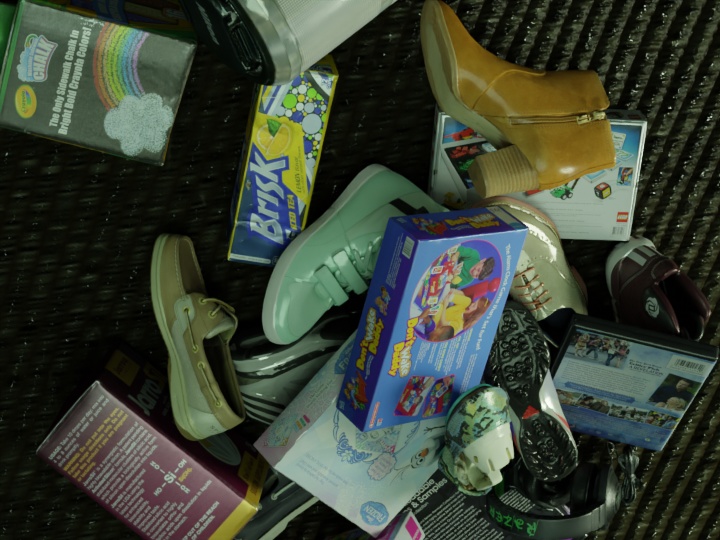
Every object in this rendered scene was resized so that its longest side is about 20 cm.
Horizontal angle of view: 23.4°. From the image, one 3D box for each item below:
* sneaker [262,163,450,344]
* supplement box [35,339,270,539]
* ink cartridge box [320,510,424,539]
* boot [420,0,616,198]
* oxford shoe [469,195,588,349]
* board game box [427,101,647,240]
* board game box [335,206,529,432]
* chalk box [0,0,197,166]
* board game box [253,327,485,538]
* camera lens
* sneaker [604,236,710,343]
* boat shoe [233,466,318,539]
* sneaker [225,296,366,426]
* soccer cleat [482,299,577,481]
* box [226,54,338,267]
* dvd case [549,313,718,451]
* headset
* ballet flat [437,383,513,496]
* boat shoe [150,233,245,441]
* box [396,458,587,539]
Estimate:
[{"bbox_3d":[0.000,0.000,1.611,0.200,0.118,0.074,-53,142,-10],"label":"sneaker"},{"bbox_3d":[-0.197,0.181,1.694,0.200,0.131,0.103,39,105,-8],"label":"supplement box"},{"bbox_3d":[-0.041,0.313,1.775,0.200,0.119,0.042,-24,101,23],"label":"ink cartridge box"},{"bbox_3d":[0.147,-0.170,1.602,0.144,0.071,0.201,-18,83,-16],"label":"boot"},{"bbox_3d":[0.168,0.005,1.664,0.071,0.074,0.200,-27,132,22],"label":"oxford shoe"},{"bbox_3d":[0.166,-0.094,1.667,0.200,0.035,0.126,2,116,-6],"label":"board game box"},{"bbox_3d":[0.065,0.044,1.584,0.134,0.045,0.200,-7,123,-39],"label":"board game box"},{"bbox_3d":[-0.254,-0.191,1.539,0.200,0.124,0.125,15,114,-10],"label":"chalk box"},{"bbox_3d":[0.023,0.143,1.688,0.199,0.043,0.200,-49,139,-1],"label":"board game box"},{"bbox_3d":[-0.052,-0.265,1.471,0.200,0.160,0.160,-39,114,-13],"label":"camera lens"},{"bbox_3d":[0.299,0.072,1.704,0.076,0.116,0.200,-25,116,-16],"label":"sneaker"},{"bbox_3d":[-0.073,0.204,1.766,0.063,0.073,0.200,35,112,-22],"label":"boat shoe"},{"bbox_3d":[-0.026,0.099,1.719,0.200,0.076,0.115,-13,118,-4],"label":"sneaker"},{"bbox_3d":[0.156,0.110,1.690,0.068,0.073,0.200,-23,115,-1],"label":"soccer cleat"},{"bbox_3d":[-0.076,-0.105,1.626,0.070,0.064,0.200,9,113,-9],"label":"box"},{"bbox_3d":[0.254,0.112,1.712,0.143,0.018,0.200,14,148,0],"label":"dvd case"},{"bbox_3d":[0.214,0.228,1.760,0.200,0.123,0.094,-23,120,-39],"label":"headset"},{"bbox_3d":[0.116,0.166,1.647,0.074,0.074,0.200,-6,159,-2],"label":"ballet flat"},{"bbox_3d":[-0.149,0.058,1.653,0.066,0.074,0.200,-13,85,21],"label":"boat shoe"},{"bbox_3d":[0.120,0.255,1.827,0.143,0.036,0.200,-41,113,13],"label":"box"}]
